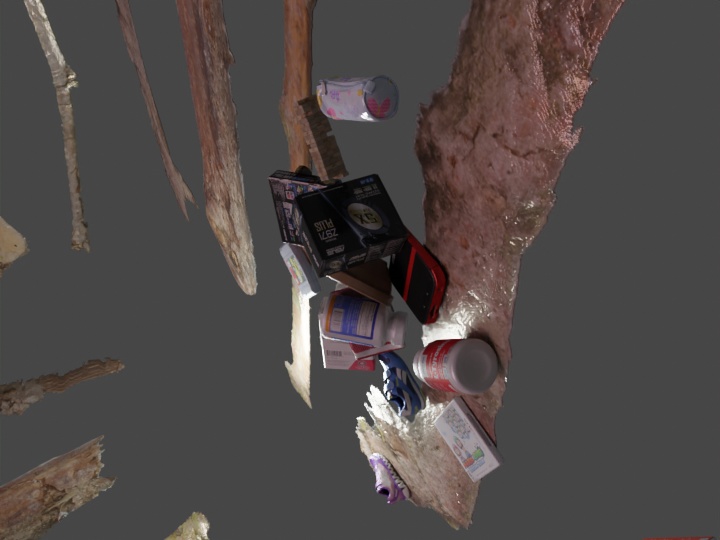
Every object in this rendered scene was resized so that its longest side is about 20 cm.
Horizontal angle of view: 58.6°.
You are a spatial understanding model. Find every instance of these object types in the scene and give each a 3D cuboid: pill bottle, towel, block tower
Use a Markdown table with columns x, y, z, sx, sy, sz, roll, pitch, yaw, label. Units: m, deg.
| x | y | z | sx | sy | sz | roll | pitch | yaw | label |
| --- | --- | --- | --- | --- | --- | --- | --- | --- | --- |
| 0.194 | 0.201 | 1.365 | 0.113 | 0.112 | 0.200 | 64 | 157 | -4 | pill bottle |
| 0.020 | 0.128 | 1.645 | 0.023 | 0.144 | 0.201 | -68 | -40 | -68 | towel |
| -0.094 | -0.306 | 1.503 | 0.054 | 0.058 | 0.201 | 10 | 125 | 64 | block tower |
| 0.013 | 0.126 | 1.571 | 0.199 | 0.112 | 0.112 | 9 | 139 | 8 | pill bottle |

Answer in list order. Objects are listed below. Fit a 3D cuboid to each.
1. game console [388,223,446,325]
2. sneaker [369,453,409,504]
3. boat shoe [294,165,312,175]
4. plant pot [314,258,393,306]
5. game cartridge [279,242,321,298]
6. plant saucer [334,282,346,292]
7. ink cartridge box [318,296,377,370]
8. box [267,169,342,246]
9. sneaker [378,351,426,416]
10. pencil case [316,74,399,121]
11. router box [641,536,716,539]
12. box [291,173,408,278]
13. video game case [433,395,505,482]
| x | y | z | sx | sy | sz | roll | pitch | yaw | label |
| --- | --- | --- | --- | --- | --- | --- | --- | --- | --- |
| 0.122 | 0.012 | 1.431 | 0.177 | 0.031 | 0.200 | 56 | 157 | 31 | game console |
| 0.082 | 0.726 | 2.226 | 0.200 | 0.088 | 0.081 | 47 | 154 | 36 | sneaker |
| -0.118 | -0.183 | 1.696 | 0.072 | 0.072 | 0.201 | 3 | 118 | 31 | boat shoe |
| 0.000 | 0.000 | 1.504 | 0.200 | 0.093 | 0.201 | 27 | -179 | 0 | plant pot |
| -0.197 | -0.008 | 2.088 | 0.201 | 0.041 | 0.133 | 62 | 154 | 2 | game cartridge |
| -0.029 | 0.126 | 1.850 | 0.200 | 0.050 | 0.201 | 48 | 153 | 34 | plant saucer |
| -0.031 | 0.172 | 1.753 | 0.084 | 0.144 | 0.201 | -78 | -13 | -52 | ink cartridge box |
| -0.129 | -0.149 | 1.647 | 0.198 | 0.050 | 0.201 | 11 | 128 | 27 | box |
| 0.096 | 0.301 | 1.731 | 0.200 | 0.082 | 0.074 | 57 | 159 | 18 | sneaker |
| -0.008 | -0.337 | 1.243 | 0.091 | 0.083 | 0.200 | 50 | 166 | -33 | pencil case |
| 0.555 | 0.531 | 1.029 | 0.200 | 0.049 | 0.180 | 57 | 157 | 14 | router box |
| -0.026 | -0.097 | 1.370 | 0.086 | 0.199 | 0.164 | 112 | 137 | -62 | box |
| 0.261 | 0.418 | 1.576 | 0.182 | 0.024 | 0.200 | 55 | 157 | 20 | video game case |
